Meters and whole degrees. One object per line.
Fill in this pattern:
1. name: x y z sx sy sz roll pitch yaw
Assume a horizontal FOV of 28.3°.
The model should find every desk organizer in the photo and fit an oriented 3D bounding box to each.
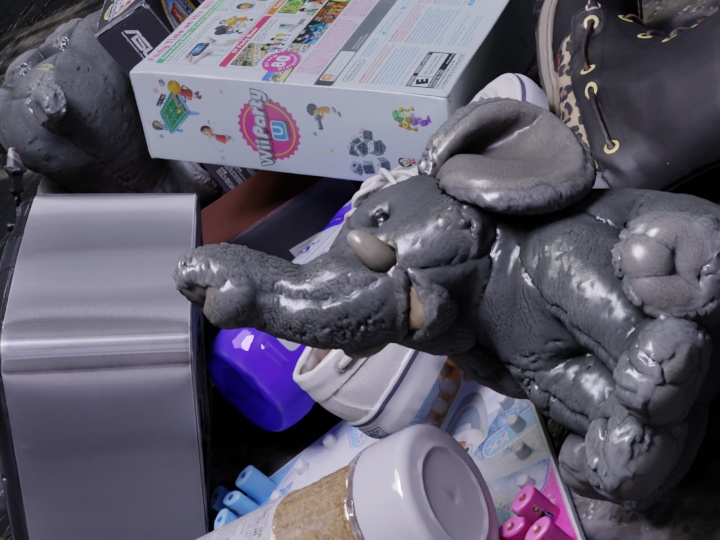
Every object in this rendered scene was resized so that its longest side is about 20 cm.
1. desk organizer: -0.061 -0.015 0.932 0.199 0.072 0.077 -31 28 29

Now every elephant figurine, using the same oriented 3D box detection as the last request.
1. elephant figurine: -0.159 -0.071 0.998 0.141 0.200 0.156 -14 33 41
2. elephant figurine: 0.057 -0.002 0.588 0.199 0.155 0.142 25 88 25

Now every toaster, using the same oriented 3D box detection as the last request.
1. toaster: -0.148 0.056 0.826 0.117 0.202 0.181 -3 31 -4

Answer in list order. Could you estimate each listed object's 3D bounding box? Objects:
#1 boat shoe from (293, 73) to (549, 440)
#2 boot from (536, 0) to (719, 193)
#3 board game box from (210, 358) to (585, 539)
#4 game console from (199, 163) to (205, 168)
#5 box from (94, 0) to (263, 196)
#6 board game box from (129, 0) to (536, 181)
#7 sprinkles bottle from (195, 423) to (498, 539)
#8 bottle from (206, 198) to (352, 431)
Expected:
1. boat shoe: 0.027 -0.019 0.715 0.201 0.070 0.071 -63 19 -9
2. boot: 0.163 -0.110 0.729 0.150 0.073 0.201 -24 39 40
3. board game box: 0.004 0.123 0.698 0.200 0.026 0.201 -39 28 15
4. game console: -0.195 -0.077 1.271 0.171 0.119 0.201 14 60 25
5. box: -0.096 -0.135 0.998 0.044 0.200 0.161 -29 30 18
6. board game box: -0.012 -0.122 0.847 0.198 0.065 0.148 8 40 24
7. sprinkles bottle: -0.035 0.136 0.632 0.199 0.068 0.069 -30 31 30
8. bottle: 0.000 0.000 0.807 0.200 0.065 0.084 -46 -3 -20
